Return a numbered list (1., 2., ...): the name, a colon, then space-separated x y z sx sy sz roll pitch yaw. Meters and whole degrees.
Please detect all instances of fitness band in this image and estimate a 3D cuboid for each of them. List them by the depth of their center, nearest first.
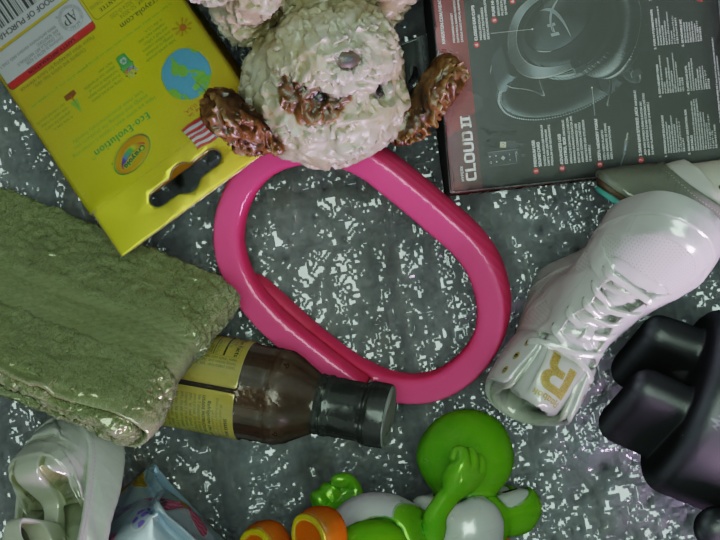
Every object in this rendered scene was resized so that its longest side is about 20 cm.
1. fitness band: 0.000 0.000 1.326 0.200 0.037 0.144 39 114 -1

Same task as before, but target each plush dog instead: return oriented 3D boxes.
1. plush dog: -0.028 -0.145 1.254 0.199 0.160 0.172 -8 93 -20

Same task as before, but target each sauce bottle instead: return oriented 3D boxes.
1. sauce bottle: -0.078 0.075 1.322 0.199 0.065 0.065 11 91 11

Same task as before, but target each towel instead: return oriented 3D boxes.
1. towel: -0.187 0.026 1.296 0.200 0.037 0.149 19 47 15

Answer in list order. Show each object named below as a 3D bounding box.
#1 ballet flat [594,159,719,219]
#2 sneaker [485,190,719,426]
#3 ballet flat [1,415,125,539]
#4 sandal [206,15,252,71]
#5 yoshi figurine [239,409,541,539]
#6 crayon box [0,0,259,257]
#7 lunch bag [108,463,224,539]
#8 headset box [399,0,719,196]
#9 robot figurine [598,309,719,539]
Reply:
1. ballet flat: 0.231 -0.034 1.298 0.200 0.067 0.064 27 101 -26
2. sneaker: 0.142 0.034 1.260 0.074 0.200 0.116 32 62 -7
3. ballet flat: -0.181 0.146 1.239 0.069 0.070 0.200 3 57 -1
4. sandal: -0.055 -0.165 1.352 0.076 0.043 0.200 45 96 7
5. yoshi figurine: 0.026 0.140 1.301 0.112 0.200 0.112 44 129 35
6. crayon box: -0.149 -0.121 1.319 0.127 0.051 0.200 -35 80 6
7. lunch bag: -0.118 0.253 1.313 0.170 0.127 0.200 -41 104 0
8. headset box: 0.125 -0.128 1.333 0.199 0.077 0.149 -7 90 0
9. robot figurine: 0.253 0.098 1.311 0.200 0.125 0.151 22 95 -5
